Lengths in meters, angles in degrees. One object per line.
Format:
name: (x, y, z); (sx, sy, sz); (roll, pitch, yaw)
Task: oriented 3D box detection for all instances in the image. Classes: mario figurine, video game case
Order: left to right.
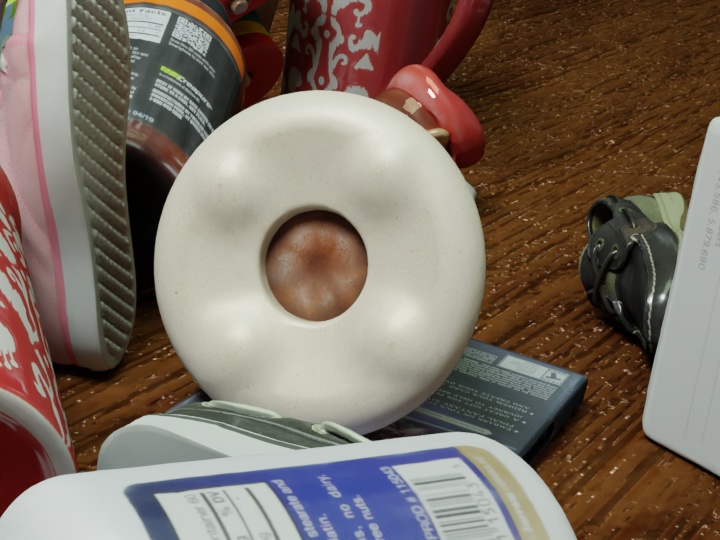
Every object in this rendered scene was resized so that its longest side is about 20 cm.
mario figurine: (-0.007, -0.054, 0.987); (0.198, 0.106, 0.124); (-15, 67, -29)
video game case: (0.009, 0.066, 0.725); (0.142, 0.019, 0.200); (17, 23, 20)

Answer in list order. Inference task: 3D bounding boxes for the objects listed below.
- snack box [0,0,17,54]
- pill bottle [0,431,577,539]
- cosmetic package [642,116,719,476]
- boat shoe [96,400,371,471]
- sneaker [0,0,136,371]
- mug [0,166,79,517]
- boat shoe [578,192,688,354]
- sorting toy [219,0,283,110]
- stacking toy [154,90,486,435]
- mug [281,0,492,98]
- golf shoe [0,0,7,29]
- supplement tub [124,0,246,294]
snack box: (-0.298, -0.099, 0.842); (0.167, 0.068, 0.200); (21, 46, 24)
pill bottle: (-0.044, 0.112, 0.437); (0.198, 0.121, 0.120); (-2, 24, -29)
cosmetic package: (0.269, 0.029, 0.732); (0.164, 0.167, 0.199); (-10, 28, -41)
boat shoe: (-0.003, 0.090, 0.583); (0.198, 0.071, 0.064); (19, 23, 27)
sneaker: (-0.159, -0.052, 0.710); (0.104, 0.202, 0.075); (8, 27, 13)
mug: (-0.193, 0.035, 0.567); (0.176, 0.135, 0.200); (1, 27, -24)
boat shoe: (0.156, 0.002, 0.897); (0.065, 0.073, 0.201); (2, 19, 7)
sorting toy: (-0.119, -0.171, 1.030); (0.197, 0.201, 0.070); (-19, 61, -31)
stacking toy: (0.000, 0.000, 0.745); (0.145, 0.148, 0.200); (15, 2, 13)
mug: (0.010, -0.190, 1.111); (0.132, 0.202, 0.178); (6, 21, -10)
golf shoe: (-0.192, -0.128, 0.713); (0.078, 0.200, 0.098); (32, 47, -8)
supplement tub: (-0.120, -0.084, 0.866); (0.106, 0.108, 0.201); (10, 37, 0)
